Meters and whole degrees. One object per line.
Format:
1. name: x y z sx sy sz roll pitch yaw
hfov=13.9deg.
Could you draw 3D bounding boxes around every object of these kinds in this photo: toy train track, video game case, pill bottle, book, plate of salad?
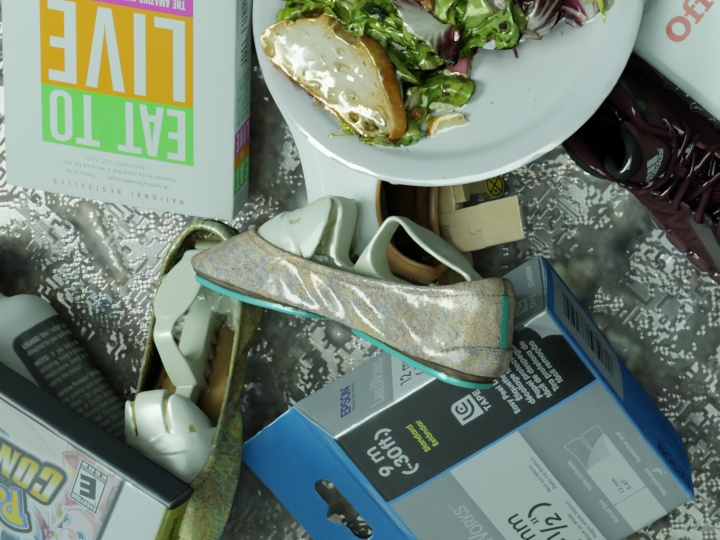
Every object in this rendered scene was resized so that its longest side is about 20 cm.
1. toy train track: 0.048 -0.063 1.575 0.114 0.032 0.201 -12 88 47
2. video game case: -0.197 0.137 1.558 0.200 0.025 0.181 31 122 17
3. pill bottle: -0.190 0.084 1.616 0.111 0.111 0.200 -37 88 16
4. book: -0.121 -0.131 1.560 0.133 0.048 0.201 11 123 16
5. plate of salad: 0.040 -0.140 1.456 0.199 0.048 0.201 -4 71 13

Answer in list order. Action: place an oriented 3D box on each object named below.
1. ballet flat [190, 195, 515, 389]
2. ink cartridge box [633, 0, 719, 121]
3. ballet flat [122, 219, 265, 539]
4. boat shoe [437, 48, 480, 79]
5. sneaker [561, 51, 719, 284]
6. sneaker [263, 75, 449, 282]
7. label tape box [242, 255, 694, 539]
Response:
1. ballet flat: 0.000 0.000 1.502 0.200 0.068 0.068 20 103 32
2. ink cartridge box: 0.255 -0.115 1.492 0.200 0.083 0.147 41 105 5
3. ballet flat: -0.094 0.062 1.563 0.070 0.071 0.201 5 63 13
4. boat shoe: 0.112 -0.144 1.506 0.200 0.074 0.067 -33 49 0
5. sneaker: 0.165 -0.042 1.507 0.200 0.115 0.076 36 104 7
6. sneaker: 0.006 -0.085 1.547 0.084 0.073 0.201 -9 99 44
7. label tape box: 0.054 0.105 1.555 0.200 0.066 0.143 -33 115 14
